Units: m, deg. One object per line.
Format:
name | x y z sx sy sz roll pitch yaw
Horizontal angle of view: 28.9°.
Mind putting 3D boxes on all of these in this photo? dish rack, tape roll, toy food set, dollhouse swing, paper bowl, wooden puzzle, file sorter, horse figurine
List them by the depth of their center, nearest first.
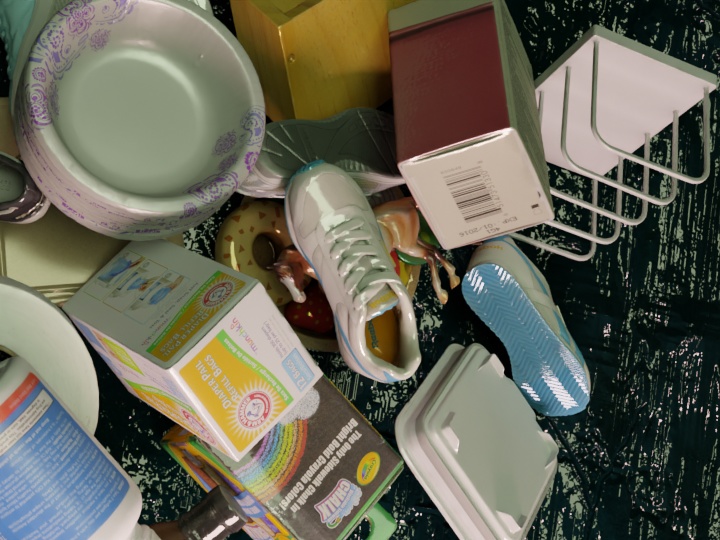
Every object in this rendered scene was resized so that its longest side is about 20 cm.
tape roll | -0.317 0.105 1.140 0.201 0.071 0.204 -2 97 -17
paper bowl | -0.186 -0.123 1.155 0.199 0.104 0.202 8 68 -21
wooden puzzle | -0.254 -0.061 1.233 0.198 0.037 0.187 -3 84 -28
horse figurine | 0.020 -0.008 1.279 0.200 0.050 0.133 -37 103 -19
dish rack | 0.120 0.163 1.297 0.172 0.043 0.200 55 31 -7
toy food set | -0.028 -0.025 1.313 0.200 0.049 0.199 38 71 -14
dollhouse swing | -0.055 -0.259 1.331 0.200 0.175 0.183 -38 138 -29
file sorter | 0.223 -0.111 1.334 0.138 0.200 0.125 18 61 -19

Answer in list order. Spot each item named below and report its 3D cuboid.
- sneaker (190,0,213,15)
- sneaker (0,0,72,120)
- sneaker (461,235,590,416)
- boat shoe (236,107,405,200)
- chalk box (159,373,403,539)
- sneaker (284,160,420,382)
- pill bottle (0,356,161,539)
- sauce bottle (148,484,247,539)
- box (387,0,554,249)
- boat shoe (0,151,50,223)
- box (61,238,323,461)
sneaker | -0.159 -0.172 1.264 0.099 0.075 0.201 -24 83 -30
sneaker | -0.287 -0.209 1.219 0.074 0.081 0.202 40 51 -56
sneaker | 0.172 0.055 1.371 0.201 0.076 0.081 59 28 -22
boat shoe | -0.024 -0.099 1.264 0.201 0.065 0.075 -10 72 -39
chalk box | -0.055 0.177 1.236 0.125 0.124 0.200 -46 102 -22
sneaker | 0.000 0.000 1.192 0.076 0.081 0.201 -28 106 -18
pill bottle | -0.239 0.174 1.075 0.112 0.112 0.200 -44 105 -21
sauce bottle | -0.183 0.256 1.170 0.200 0.065 0.065 -38 99 -3
box | 0.097 -0.142 1.259 0.128 0.108 0.201 57 23 -46
boat shoe | -0.355 -0.078 1.144 0.198 0.060 0.075 13 85 3
box | -0.141 0.057 1.148 0.101 0.199 0.113 -44 123 -18
